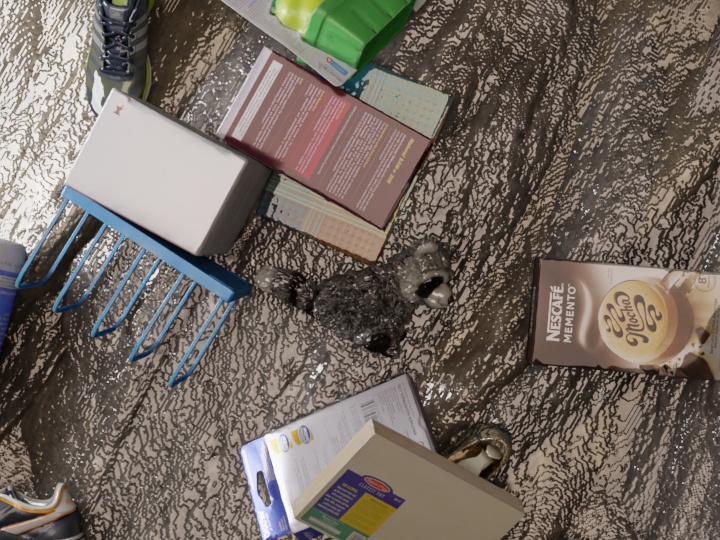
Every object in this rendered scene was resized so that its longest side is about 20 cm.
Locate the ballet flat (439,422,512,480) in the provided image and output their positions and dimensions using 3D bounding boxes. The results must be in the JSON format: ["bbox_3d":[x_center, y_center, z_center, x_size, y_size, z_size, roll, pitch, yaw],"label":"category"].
[{"bbox_3d":[0.075,0.230,1.655,0.200,0.075,0.068,-38,91,1],"label":"ballet flat"}]

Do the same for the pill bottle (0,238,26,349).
[{"bbox_3d":[-0.425,0.057,1.652,0.112,0.112,0.200,15,89,2],"label":"pill bottle"}]

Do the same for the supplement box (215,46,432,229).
[{"bbox_3d":[-0.036,-0.136,1.651,0.200,0.061,0.109,30,93,3],"label":"supplement box"}]

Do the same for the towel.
[{"bbox_3d":[-0.007,-0.122,1.691,0.146,0.022,0.200,24,92,3],"label":"towel"}]

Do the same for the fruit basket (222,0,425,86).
[{"bbox_3d":[-0.050,-0.293,1.646,0.200,0.094,0.185,33,55,12],"label":"fruit basket"}]

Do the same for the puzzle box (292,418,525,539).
[{"bbox_3d":[0.049,0.238,1.592,0.200,0.025,0.133,31,115,-25],"label":"puzzle box"}]

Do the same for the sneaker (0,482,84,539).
[{"bbox_3d":[-0.394,0.270,1.666,0.199,0.078,0.080,-10,94,-10],"label":"sneaker"}]

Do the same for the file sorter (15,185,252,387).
[{"bbox_3d":[-0.234,0.015,1.637,0.200,0.139,0.123,33,93,2],"label":"file sorter"}]

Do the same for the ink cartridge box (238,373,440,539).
[{"bbox_3d":[-0.019,0.200,1.645,0.200,0.042,0.120,-23,59,6],"label":"ink cartridge box"}]

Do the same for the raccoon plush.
[{"bbox_3d":[0.000,0.000,1.643,0.200,0.097,0.134,25,96,0],"label":"raccoon plush"}]

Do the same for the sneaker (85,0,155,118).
[{"bbox_3d":[-0.255,-0.251,1.668,0.074,0.081,0.201,4,89,2],"label":"sneaker"}]

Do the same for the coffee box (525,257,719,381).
[{"bbox_3d":[0.276,0.050,1.650,0.199,0.080,0.113,4,90,1],"label":"coffee box"}]

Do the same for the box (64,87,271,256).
[{"bbox_3d":[-0.189,-0.095,1.603,0.152,0.200,0.107,29,93,3],"label":"box"}]

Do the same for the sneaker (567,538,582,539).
[{"bbox_3d":[0.245,0.390,1.645,0.129,0.079,0.200,17,79,10],"label":"sneaker"}]
